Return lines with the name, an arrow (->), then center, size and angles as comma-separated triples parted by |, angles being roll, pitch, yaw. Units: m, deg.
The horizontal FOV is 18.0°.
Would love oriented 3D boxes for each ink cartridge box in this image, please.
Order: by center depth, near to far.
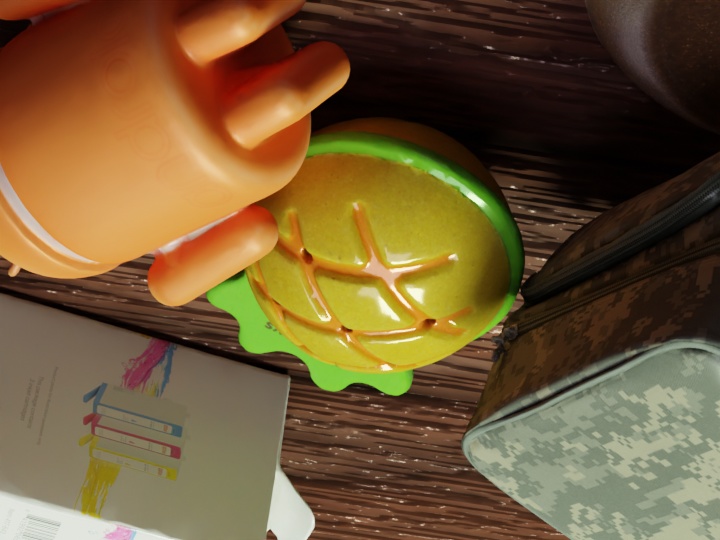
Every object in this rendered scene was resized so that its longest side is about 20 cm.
ink cartridge box -> -0.132, 0.119, 1.229 | 0.200, 0.125, 0.129 | 17, 140, -12

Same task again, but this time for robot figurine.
robot figurine -> -0.103, -0.068, 1.006 | 0.200, 0.117, 0.144 | -24, 139, 31

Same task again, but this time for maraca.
maraca -> 0.000, 0.000, 1.080 | 0.137, 0.107, 0.200 | 30, 143, -6

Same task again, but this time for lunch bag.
lunch bag -> 0.157, 0.025, 0.999 | 0.139, 0.168, 0.200 | 37, 146, -16

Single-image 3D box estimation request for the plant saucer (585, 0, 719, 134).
plant saucer -> 0.195, -0.113, 0.968 | 0.200, 0.037, 0.200 | 5, 141, 4
